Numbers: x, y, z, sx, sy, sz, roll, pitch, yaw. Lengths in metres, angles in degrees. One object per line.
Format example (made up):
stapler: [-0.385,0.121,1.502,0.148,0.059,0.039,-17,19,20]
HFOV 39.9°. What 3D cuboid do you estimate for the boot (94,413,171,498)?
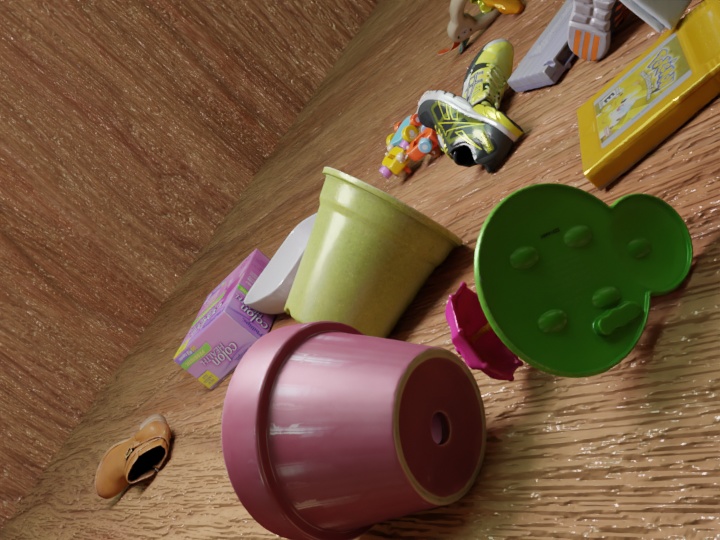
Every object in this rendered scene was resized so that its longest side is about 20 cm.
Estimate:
boot: [-0.421,0.366,1.835,0.200,0.077,0.155,-44,19,-1]

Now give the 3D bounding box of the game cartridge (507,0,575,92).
game cartridge: [0.302,-0.346,1.435,0.201,0.038,0.130,-53,11,-7]

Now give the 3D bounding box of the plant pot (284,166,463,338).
plant pot: [0.000,0.000,1.247,0.186,0.198,0.200,-62,15,-1]

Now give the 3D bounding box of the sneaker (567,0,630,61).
sneaker: [0.312,-0.375,1.253,0.113,0.077,0.201,-54,-19,-32]

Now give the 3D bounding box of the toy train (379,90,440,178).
toy train: [0.101,-0.222,1.704,0.150,0.055,0.201,-42,20,27]

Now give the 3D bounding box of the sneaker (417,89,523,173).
sneaker: [0.137,-0.194,1.397,0.199,0.074,0.085,26,83,53]

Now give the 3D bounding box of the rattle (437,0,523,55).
rattle: [0.235,-0.464,1.925,0.129,0.143,0.201,-18,-33,-50]

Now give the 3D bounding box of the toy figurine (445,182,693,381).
toy figurine: [0.152,0.022,0.840,0.197,0.152,0.184,-22,-9,-22]

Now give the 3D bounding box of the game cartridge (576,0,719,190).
game cartridge: [0.311,-0.192,1.037,0.200,0.032,0.177,-44,16,28]

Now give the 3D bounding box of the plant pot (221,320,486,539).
plant pot: [0.006,0.139,0.879,0.177,0.201,0.202,-12,38,43]

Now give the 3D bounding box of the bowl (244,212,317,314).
bowl: [-0.105,-0.005,1.750,0.202,0.074,0.199,-58,16,-21]

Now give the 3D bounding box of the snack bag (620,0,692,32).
snack bag: [0.313,-0.377,1.127,0.200,0.188,0.021,-49,-5,-33]

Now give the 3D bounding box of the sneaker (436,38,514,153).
sneaker: [0.192,-0.262,1.508,0.076,0.075,0.203,1,64,62]

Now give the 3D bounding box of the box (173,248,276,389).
box: [-0.239,0.090,1.877,0.175,0.096,0.201,-40,19,34]
